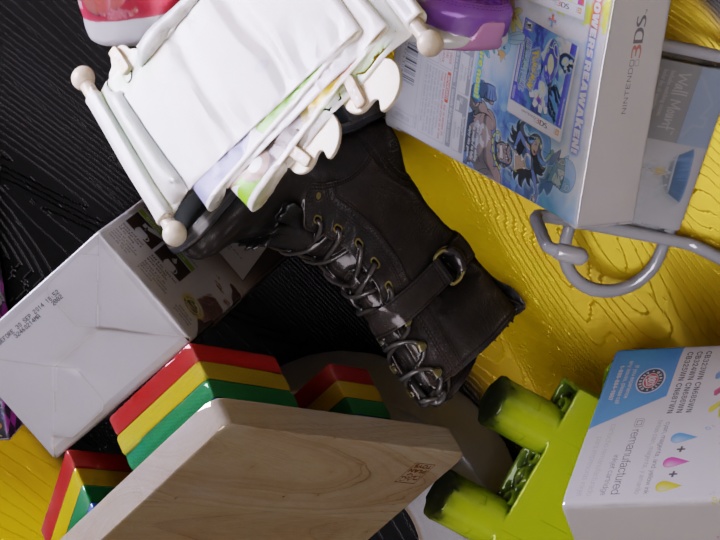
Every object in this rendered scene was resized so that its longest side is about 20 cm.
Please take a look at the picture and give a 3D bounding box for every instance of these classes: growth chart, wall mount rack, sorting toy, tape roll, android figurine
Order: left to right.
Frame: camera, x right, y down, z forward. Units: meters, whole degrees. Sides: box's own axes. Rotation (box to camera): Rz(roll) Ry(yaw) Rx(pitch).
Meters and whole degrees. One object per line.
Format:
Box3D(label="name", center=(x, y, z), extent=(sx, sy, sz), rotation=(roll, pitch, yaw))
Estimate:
Box3D(label="sorting toy", center=(-0.083, 0.123, 1.621), extent=(0.199, 0.200, 0.070), rotation=(-43, 59, 27))
Box3D(label="growth chart", center=(-0.056, -0.104, 1.533), extent=(0.200, 0.018, 0.145), rotation=(-37, 63, 22))
Box3D(label="tape roll", center=(-0.005, 0.151, 1.744), extent=(0.200, 0.066, 0.201), rotation=(5, 110, 13))
Box3D(label="android figurine", center=(0.139, 0.142, 1.680), extent=(0.200, 0.041, 0.182), rotation=(27, 94, -20))
Box3D(label="wall mount rack", center=(0.192, -0.055, 1.615), extent=(0.174, 0.075, 0.200), rotation=(10, 115, -15))

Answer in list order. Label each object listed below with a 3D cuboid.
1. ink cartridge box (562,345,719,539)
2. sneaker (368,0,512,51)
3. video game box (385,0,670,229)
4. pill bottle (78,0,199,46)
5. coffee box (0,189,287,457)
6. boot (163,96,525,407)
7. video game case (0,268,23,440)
Box3D(label="ink cartridge box", center=(0.229, 0.121, 1.548), extent=(0.200, 0.129, 0.125), rotation=(-5, 127, 26))
Box3D(label="sneaker", center=(0.021, -0.193, 1.554), extent=(0.200, 0.080, 0.089), rotation=(54, 129, 39))
Box3D(label="video game box", center=(0.091, -0.145, 1.560), extent=(0.047, 0.182, 0.200), rotation=(-4, 113, -31))
Box3D(label="pill bottle", center=(-0.119, -0.231, 1.611), extent=(0.111, 0.111, 0.200), rotation=(-8, 107, 18))
Box3D(label="coffee box", center=(-0.121, 0.012, 1.651), extent=(0.113, 0.200, 0.080), rotation=(-40, 92, 25))
Box3D(label="boot", center=(0.000, 0.000, 1.626), extent=(0.069, 0.200, 0.174), rotation=(-29, 94, 46))
Box3D(label="video game case", center=(-0.305, 0.007, 1.788), extent=(0.181, 0.036, 0.200), rotation=(-2, 109, 16))
